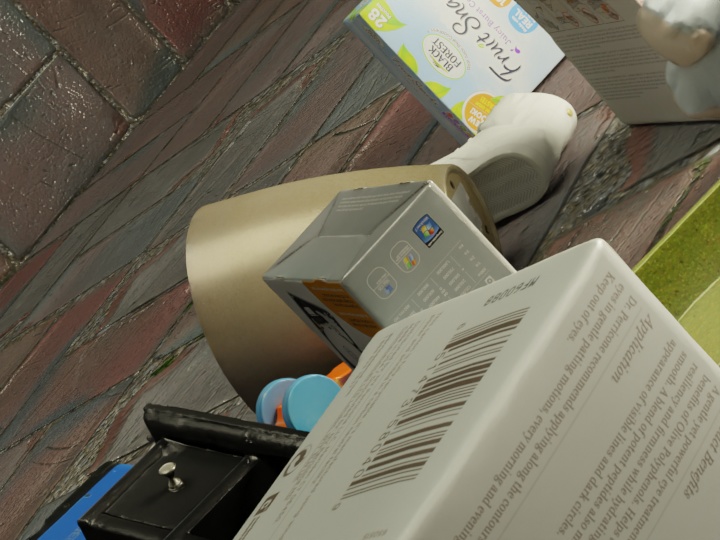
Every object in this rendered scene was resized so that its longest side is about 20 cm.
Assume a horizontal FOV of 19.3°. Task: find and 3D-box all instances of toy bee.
[{"bbox_3d":[-0.040,0.128,1.504,0.199,0.109,0.131,-20,4,-4],"label":"toy bee"}]

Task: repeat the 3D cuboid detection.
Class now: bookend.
[{"bbox_3d":[-0.108,0.185,1.269,0.199,0.093,0.199,6,40,45],"label":"bookend"}]

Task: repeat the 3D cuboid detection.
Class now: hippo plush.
[{"bbox_3d":[0.295,-0.164,1.337,0.161,0.159,0.201,37,97,46],"label":"hippo plush"}]

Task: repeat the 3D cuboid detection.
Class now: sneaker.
[{"bbox_3d":[0.095,-0.081,1.757,0.199,0.074,0.116,-20,25,39],"label":"sneaker"}]

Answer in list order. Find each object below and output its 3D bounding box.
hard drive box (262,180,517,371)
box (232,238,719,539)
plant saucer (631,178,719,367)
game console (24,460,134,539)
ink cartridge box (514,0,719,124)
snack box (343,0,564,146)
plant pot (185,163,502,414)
[{"bbox_3d":[0.056,0.047,1.202,0.077,0.200,0.156,-48,13,-12],"label":"hard drive box"},{"bbox_3d":[0.065,0.130,0.991,0.200,0.171,0.199,-26,22,54],"label":"box"},{"bbox_3d":[0.229,-0.004,1.171,0.200,0.048,0.200,-45,14,-4],"label":"plant saucer"},{"bbox_3d":[-0.198,0.237,1.514,0.170,0.119,0.200,5,31,30],"label":"game console"},{"bbox_3d":[0.189,-0.183,1.539,0.045,0.176,0.200,-46,14,-10],"label":"ink cartridge box"},{"bbox_3d":[0.113,-0.242,1.954,0.200,0.169,0.068,-48,11,-9],"label":"snack box"},{"bbox_3d":[0.000,0.000,1.609,0.199,0.188,0.188,-23,21,22],"label":"plant pot"}]
